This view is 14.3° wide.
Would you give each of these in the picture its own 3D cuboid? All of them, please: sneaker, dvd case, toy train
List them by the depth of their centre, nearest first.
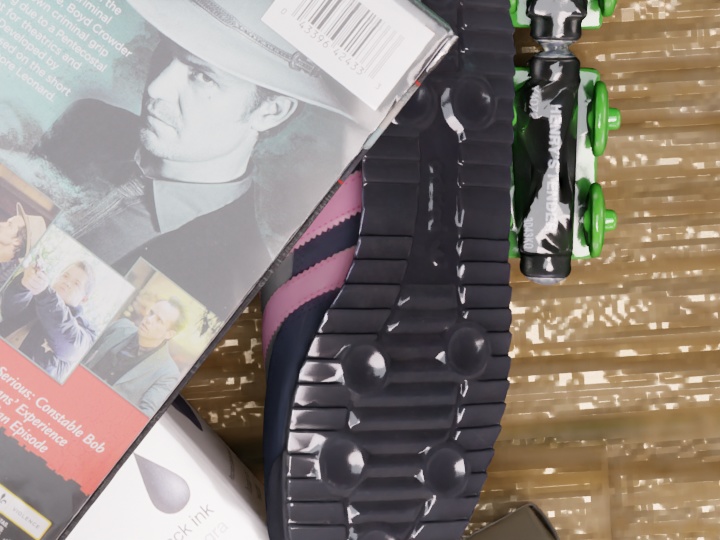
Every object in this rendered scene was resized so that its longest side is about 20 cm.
[{"bbox_3d":[-0.091,-0.030,0.773,0.146,0.022,0.200,37,97,-7],"label":"dvd case"},{"bbox_3d":[0.000,0.000,0.832,0.070,0.082,0.201,12,80,-25],"label":"sneaker"},{"bbox_3d":[0.059,-0.097,0.851,0.042,0.056,0.201,2,96,2],"label":"toy train"}]

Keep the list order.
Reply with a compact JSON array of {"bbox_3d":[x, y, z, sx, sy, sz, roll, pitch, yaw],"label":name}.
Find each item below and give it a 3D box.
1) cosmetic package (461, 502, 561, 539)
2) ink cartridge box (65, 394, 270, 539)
[{"bbox_3d":[0.058,0.184,0.869,0.105,0.071,0.201,-26,96,0],"label":"cosmetic package"},{"bbox_3d":[-0.123,0.069,0.840,0.145,0.084,0.200,-41,96,0],"label":"ink cartridge box"}]
